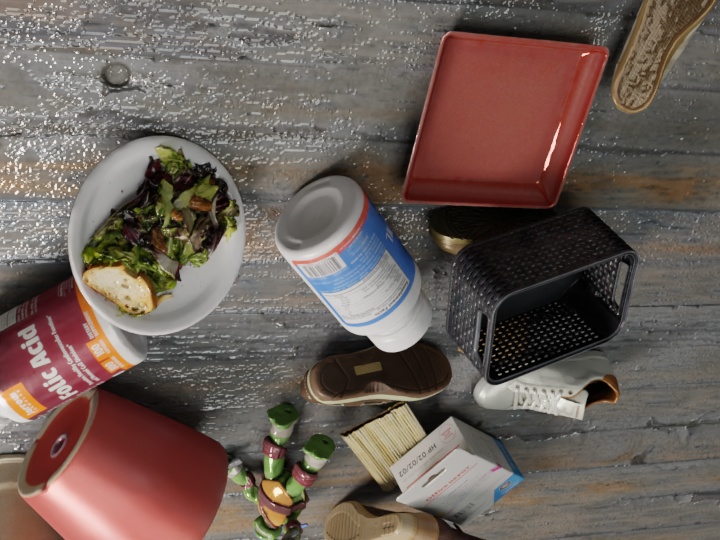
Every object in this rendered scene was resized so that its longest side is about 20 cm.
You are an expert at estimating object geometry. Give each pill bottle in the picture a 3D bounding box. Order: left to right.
[{"bbox_3d":[-0.336,0.088,1.127,0.197,0.115,0.115,-28,130,2],"label":"pill bottle"},{"bbox_3d":[0.000,0.000,1.183,0.111,0.113,0.201,-33,130,7],"label":"pill bottle"}]

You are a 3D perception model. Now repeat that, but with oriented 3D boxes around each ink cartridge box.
[{"bbox_3d":[0.122,0.267,1.425,0.115,0.068,0.199,-41,143,12],"label":"ink cartridge box"}]

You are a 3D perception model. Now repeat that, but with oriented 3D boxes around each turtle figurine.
[{"bbox_3d":[-0.123,0.280,1.330,0.197,0.145,0.196,10,118,-30],"label":"turtle figurine"}]

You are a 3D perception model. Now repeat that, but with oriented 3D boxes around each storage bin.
[{"bbox_3d":[0.205,0.027,1.217,0.197,0.094,0.137,-17,133,-21],"label":"storage bin"}]

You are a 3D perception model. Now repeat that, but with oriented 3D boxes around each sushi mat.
[{"bbox_3d":[0.045,0.236,1.409,0.094,0.012,0.201,-28,143,1],"label":"sushi mat"}]

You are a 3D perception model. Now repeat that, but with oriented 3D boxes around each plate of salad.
[{"bbox_3d":[-0.198,-0.033,1.080,0.197,0.048,0.205,-6,100,-35],"label":"plate of salad"}]

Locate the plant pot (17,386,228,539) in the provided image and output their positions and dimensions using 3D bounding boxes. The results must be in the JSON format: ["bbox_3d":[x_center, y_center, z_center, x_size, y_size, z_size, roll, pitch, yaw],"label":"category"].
[{"bbox_3d":[-0.280,0.240,1.224,0.200,0.201,0.177,-42,119,14],"label":"plant pot"}]

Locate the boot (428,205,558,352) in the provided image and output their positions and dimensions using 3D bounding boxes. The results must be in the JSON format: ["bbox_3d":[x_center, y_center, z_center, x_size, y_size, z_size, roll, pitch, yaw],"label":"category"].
[{"bbox_3d":[0.148,0.023,1.283,0.172,0.067,0.203,-2,127,-18],"label":"boot"}]

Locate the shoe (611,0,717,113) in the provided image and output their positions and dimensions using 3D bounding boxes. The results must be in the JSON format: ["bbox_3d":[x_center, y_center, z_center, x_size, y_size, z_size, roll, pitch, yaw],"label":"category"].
[{"bbox_3d":[0.326,-0.267,1.144,0.069,0.053,0.202,28,112,2],"label":"shoe"}]

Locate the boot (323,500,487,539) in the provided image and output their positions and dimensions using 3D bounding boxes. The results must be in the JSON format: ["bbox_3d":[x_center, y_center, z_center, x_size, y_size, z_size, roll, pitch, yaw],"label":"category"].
[{"bbox_3d":[0.060,0.368,1.452,0.165,0.074,0.198,25,156,-31],"label":"boot"}]

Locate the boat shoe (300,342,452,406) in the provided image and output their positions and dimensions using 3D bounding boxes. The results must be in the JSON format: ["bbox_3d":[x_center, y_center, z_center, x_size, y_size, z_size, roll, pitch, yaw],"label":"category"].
[{"bbox_3d":[0.016,0.132,1.327,0.199,0.076,0.075,2,159,-28],"label":"boat shoe"}]

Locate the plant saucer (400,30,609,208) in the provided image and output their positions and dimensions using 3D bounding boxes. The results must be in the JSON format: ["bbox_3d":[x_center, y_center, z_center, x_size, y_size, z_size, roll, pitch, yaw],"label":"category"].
[{"bbox_3d":[0.150,-0.165,1.162,0.196,0.037,0.203,1,124,-20],"label":"plant saucer"}]

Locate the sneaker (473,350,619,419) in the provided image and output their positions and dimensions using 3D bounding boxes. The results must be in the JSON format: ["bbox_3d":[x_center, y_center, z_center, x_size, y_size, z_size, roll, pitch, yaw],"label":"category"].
[{"bbox_3d":[0.250,0.159,1.409,0.196,0.085,0.074,-10,130,-10],"label":"sneaker"}]

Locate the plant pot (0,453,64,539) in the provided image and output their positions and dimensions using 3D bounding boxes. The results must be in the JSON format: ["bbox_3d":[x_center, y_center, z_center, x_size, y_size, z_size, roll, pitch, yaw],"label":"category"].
[{"bbox_3d":[-0.413,0.355,1.256,0.196,0.185,0.203,-9,128,-12],"label":"plant pot"}]
